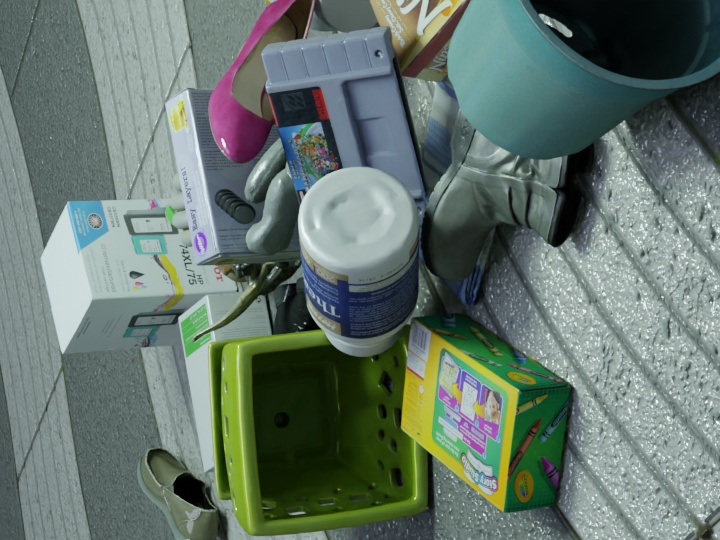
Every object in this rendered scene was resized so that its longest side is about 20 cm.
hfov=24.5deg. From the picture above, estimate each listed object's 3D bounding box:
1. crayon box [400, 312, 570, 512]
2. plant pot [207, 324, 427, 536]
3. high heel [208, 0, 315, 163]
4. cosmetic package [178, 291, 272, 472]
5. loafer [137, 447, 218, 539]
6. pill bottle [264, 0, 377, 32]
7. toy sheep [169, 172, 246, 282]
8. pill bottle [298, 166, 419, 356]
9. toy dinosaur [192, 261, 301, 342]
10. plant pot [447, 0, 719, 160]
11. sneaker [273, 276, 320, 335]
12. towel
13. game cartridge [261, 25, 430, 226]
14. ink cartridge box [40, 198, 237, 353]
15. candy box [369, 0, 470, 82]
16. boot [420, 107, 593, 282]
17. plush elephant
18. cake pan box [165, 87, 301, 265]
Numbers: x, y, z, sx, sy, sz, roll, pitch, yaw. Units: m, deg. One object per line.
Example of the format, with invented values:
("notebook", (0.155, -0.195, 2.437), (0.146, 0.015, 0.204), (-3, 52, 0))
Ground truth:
("crayon box", (0.112, 0.128, 1.546), (0.200, 0.058, 0.119), (34, 124, 56))
("plant pot", (-0.057, 0.157, 1.736), (0.181, 0.199, 0.200), (-177, 83, -68))
("high heel", (-0.088, -0.189, 1.602), (0.096, 0.067, 0.200), (-41, 21, 37))
("cosmetic package", (-0.153, 0.137, 2.028), (0.108, 0.084, 0.201), (-36, 61, 57))
("loafer", (-0.238, 0.296, 2.240), (0.200, 0.075, 0.070), (46, 121, 45))
("pill bottle", (-0.048, -0.314, 1.734), (0.200, 0.111, 0.112), (41, 129, 54))
("toy sheep", (-0.167, -0.081, 1.979), (0.138, 0.137, 0.201), (-7, 106, 62))
("pill bottle", (0.000, 0.000, 1.568), (0.200, 0.110, 0.111), (87, 164, -60))
("toy dinosaur", (-0.108, 0.001, 1.832), (0.047, 0.200, 0.088), (37, 147, 19))
("plant pot", (0.166, -0.190, 1.275), (0.196, 0.199, 0.201), (133, 127, -64))
("sneaker", (-0.057, 0.064, 1.865), (0.200, 0.060, 0.105), (164, 102, -67))
("towel", (0.092, -0.084, 1.593), (0.147, 0.024, 0.201), (49, 135, 50))
("game cartridge", (-0.012, -0.127, 1.579), (0.038, 0.129, 0.201), (-73, -29, -59))
("ink cartridge box", (-0.287, 0.005, 2.141), (0.146, 0.199, 0.147), (-52, 49, 50))
("candy box", (0.057, -0.294, 1.577), (0.115, 0.055, 0.201), (-46, 53, 40))
("boot", (0.129, -0.052, 1.465), (0.130, 0.068, 0.201), (36, 128, 34))
("plush elephant", (-0.041, -0.125, 1.706), (0.155, 0.164, 0.201), (-99, 7, -57))
("cake pan box", (-0.100, -0.102, 1.772), (0.052, 0.199, 0.185), (-22, 77, 50))
